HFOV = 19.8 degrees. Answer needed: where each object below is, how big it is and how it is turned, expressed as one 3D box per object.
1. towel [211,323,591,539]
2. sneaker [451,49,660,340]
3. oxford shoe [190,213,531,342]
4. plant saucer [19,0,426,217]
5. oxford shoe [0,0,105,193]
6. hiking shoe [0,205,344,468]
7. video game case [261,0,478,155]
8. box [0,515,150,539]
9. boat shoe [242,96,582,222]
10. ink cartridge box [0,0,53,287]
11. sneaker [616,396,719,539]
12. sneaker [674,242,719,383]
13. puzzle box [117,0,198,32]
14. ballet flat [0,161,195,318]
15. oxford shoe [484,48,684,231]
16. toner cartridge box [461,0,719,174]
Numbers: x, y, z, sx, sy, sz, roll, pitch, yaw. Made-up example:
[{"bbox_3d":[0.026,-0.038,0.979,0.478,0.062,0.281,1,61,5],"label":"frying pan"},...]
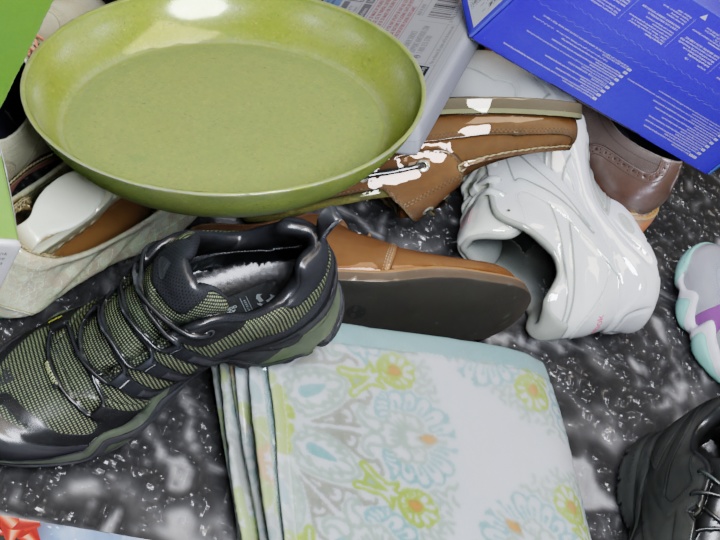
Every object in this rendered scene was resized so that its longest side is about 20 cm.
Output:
[{"bbox_3d":[0.025,0.111,1.043,0.199,0.048,0.172,9,53,-26],"label":"towel"},{"bbox_3d":[0.089,-0.046,1.194,0.099,0.078,0.200,-14,62,-35],"label":"sneaker"},{"bbox_3d":[0.000,0.000,1.104,0.199,0.071,0.071,5,48,-27],"label":"oxford shoe"},{"bbox_3d":[-0.067,-0.081,1.024,0.199,0.031,0.200,3,35,-2],"label":"plant saucer"},{"bbox_3d":[-0.172,-0.095,1.071,0.071,0.074,0.200,30,43,-3],"label":"oxford shoe"},{"bbox_3d":[-0.101,0.021,0.969,0.200,0.101,0.076,-25,63,-16],"label":"hiking shoe"},{"bbox_3d":[-0.029,-0.130,1.151,0.182,0.022,0.200,10,34,13],"label":"video game case"},{"bbox_3d":[-0.109,0.206,0.881,0.137,0.040,0.201,14,48,-23],"label":"box"},{"bbox_3d":[0.026,-0.061,1.148,0.199,0.072,0.068,-4,90,-5],"label":"boat shoe"},{"bbox_3d":[-0.222,-0.042,0.904,0.147,0.200,0.076,3,53,-29],"label":"ink cartridge box"},{"bbox_3d":[0.173,0.145,1.073,0.076,0.091,0.200,24,46,-16],"label":"sneaker"},{"bbox_3d":[0.271,0.038,1.186,0.078,0.140,0.200,-14,63,-38],"label":"sneaker"},{"bbox_3d":[-0.075,-0.232,1.139,0.200,0.025,0.133,-35,79,-13],"label":"puzzle box"},{"bbox_3d":[-0.126,-0.039,1.062,0.067,0.062,0.200,41,43,4],"label":"ballet flat"},{"bbox_3d":[0.141,-0.121,1.289,0.071,0.073,0.200,-12,61,-39],"label":"oxford shoe"},{"bbox_3d":[0.161,-0.132,1.172,0.200,0.095,0.043,26,41,-34],"label":"toner cartridge box"}]
